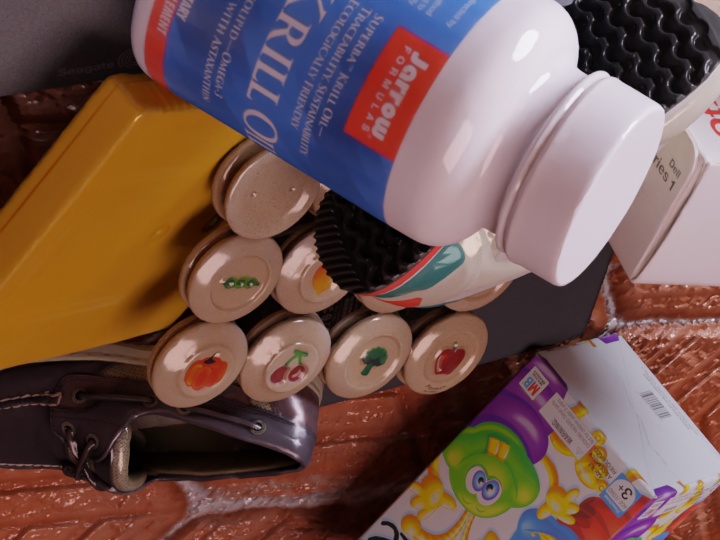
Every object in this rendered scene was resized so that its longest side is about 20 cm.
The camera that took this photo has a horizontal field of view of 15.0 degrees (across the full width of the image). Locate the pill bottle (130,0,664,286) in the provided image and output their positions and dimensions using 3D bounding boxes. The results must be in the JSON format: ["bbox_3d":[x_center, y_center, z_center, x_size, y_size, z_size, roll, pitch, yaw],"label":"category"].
[{"bbox_3d":[0.017,-0.080,1.093,0.112,0.200,0.112,-52,162,-24],"label":"pill bottle"}]

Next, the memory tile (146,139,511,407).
[{"bbox_3d":[0.000,0.000,1.285,0.199,0.017,0.154,-1,126,-38],"label":"memory tile"}]

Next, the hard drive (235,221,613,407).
[{"bbox_3d":[0.034,0.010,1.393,0.199,0.033,0.140,-14,148,-18],"label":"hard drive"}]

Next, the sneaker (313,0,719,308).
[{"bbox_3d":[0.079,-0.048,1.181,0.199,0.070,0.093,-34,155,14],"label":"sneaker"}]

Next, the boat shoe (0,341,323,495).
[{"bbox_3d":[-0.117,0.077,1.343,0.199,0.065,0.072,-4,141,4],"label":"boat shoe"}]

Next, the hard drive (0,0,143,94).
[{"bbox_3d":[-0.143,-0.142,1.097,0.139,0.033,0.200,-10,149,-9],"label":"hard drive"}]

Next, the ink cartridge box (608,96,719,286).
[{"bbox_3d":[0.197,-0.067,1.324,0.199,0.146,0.084,2,134,-30],"label":"ink cartridge box"}]

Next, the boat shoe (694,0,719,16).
[{"bbox_3d":[0.169,-0.200,1.220,0.072,0.069,0.200,8,128,-5],"label":"boat shoe"}]

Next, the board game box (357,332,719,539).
[{"bbox_3d":[0.089,0.143,1.512,0.200,0.105,0.103,-49,160,26],"label":"board game box"}]

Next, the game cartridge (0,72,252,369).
[{"bbox_3d":[-0.100,-0.027,1.232,0.176,0.032,0.200,-48,162,25],"label":"game cartridge"}]

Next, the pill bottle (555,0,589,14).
[{"bbox_3d":[0.077,-0.148,1.194,0.112,0.112,0.200,-3,136,-25],"label":"pill bottle"}]
